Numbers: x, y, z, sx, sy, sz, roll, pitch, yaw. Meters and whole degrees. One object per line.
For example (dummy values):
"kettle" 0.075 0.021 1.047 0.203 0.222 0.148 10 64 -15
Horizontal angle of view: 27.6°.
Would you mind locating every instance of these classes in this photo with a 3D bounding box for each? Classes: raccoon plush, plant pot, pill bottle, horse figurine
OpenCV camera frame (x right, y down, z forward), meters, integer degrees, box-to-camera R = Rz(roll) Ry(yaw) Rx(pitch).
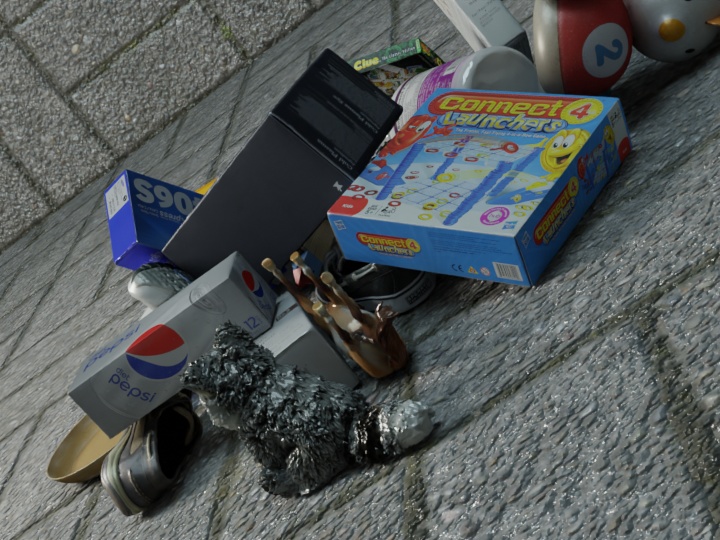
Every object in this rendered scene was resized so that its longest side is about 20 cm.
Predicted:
"raccoon plush" -0.044 0.088 1.150 0.200 0.134 0.097 -28 18 35
"plant pot" -0.260 0.166 1.613 0.200 0.027 0.200 -36 17 13
"pill bottle" 0.099 -0.165 1.571 0.112 0.112 0.200 -47 18 -26
"horse figurine" -0.008 0.044 1.258 0.050 0.133 0.200 -48 28 -5

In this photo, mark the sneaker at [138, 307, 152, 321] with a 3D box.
"sneaker" -0.226 0.066 1.670 0.088 0.075 0.200 -43 -2 1

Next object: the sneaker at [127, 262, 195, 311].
"sneaker" -0.161 0.058 1.455 0.087 0.200 0.075 -53 46 2

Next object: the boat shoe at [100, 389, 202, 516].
"boat shoe" -0.186 0.157 1.421 0.073 0.075 0.200 -22 30 21

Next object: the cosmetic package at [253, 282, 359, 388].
"cosmetic package" -0.075 0.084 1.349 0.102 0.074 0.200 -40 17 -2

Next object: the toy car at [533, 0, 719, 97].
"toy car" 0.266 -0.233 1.373 0.200 0.184 0.177 -3 27 14

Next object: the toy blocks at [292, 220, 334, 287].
"toy blocks" -0.106 -0.001 1.645 0.200 0.100 0.137 -27 32 39

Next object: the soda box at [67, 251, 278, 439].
"soda box" -0.174 0.069 1.364 0.200 0.063 0.068 -35 18 16

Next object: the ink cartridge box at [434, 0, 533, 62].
"ink cartridge box" 0.122 -0.294 1.636 0.044 0.174 0.200 -38 -10 5

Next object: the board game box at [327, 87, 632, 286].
"board game box" 0.106 -0.080 1.292 0.200 0.056 0.196 8 45 37

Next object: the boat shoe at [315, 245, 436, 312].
"boat shoe" -0.002 0.002 1.414 0.074 0.068 0.199 -43 16 -15

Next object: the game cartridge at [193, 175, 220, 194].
"game cartridge" -0.104 -0.080 1.721 0.200 0.176 0.032 -30 60 29

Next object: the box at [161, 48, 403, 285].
"box" -0.074 -0.089 1.432 0.200 0.104 0.182 -48 7 31

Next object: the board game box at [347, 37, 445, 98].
"board game box" 0.059 -0.206 1.669 0.105 0.023 0.200 -18 -19 20

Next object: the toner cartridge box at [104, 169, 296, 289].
"toner cartridge box" -0.162 -0.030 1.502 0.043 0.200 0.095 -40 49 34

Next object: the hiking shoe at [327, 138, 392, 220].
"hiking shoe" 0.035 -0.092 1.537 0.200 0.076 0.101 -6 59 47
